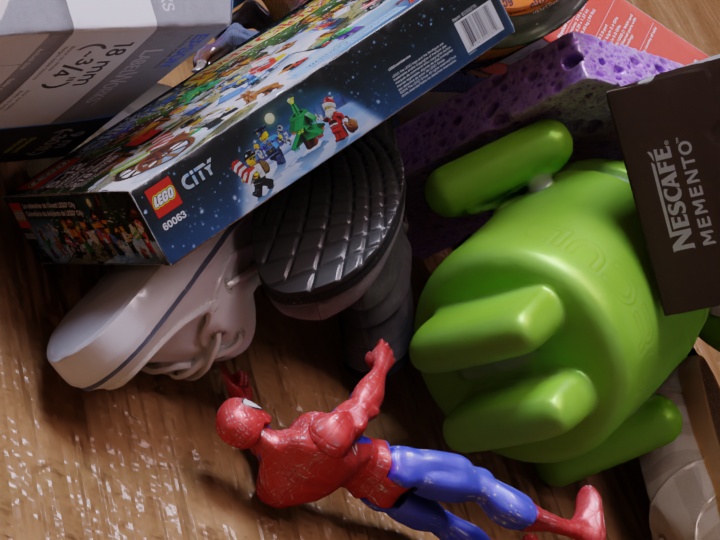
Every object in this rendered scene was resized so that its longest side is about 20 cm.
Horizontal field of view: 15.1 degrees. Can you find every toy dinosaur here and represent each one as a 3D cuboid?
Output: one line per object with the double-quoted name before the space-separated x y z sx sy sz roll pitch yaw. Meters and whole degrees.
"toy dinosaur" 0.004 -0.119 1.451 0.181 0.201 0.105 -6 7 11

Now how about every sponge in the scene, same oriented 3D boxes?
"sponge" 0.068 -0.059 1.389 0.111 0.200 0.030 10 59 -49

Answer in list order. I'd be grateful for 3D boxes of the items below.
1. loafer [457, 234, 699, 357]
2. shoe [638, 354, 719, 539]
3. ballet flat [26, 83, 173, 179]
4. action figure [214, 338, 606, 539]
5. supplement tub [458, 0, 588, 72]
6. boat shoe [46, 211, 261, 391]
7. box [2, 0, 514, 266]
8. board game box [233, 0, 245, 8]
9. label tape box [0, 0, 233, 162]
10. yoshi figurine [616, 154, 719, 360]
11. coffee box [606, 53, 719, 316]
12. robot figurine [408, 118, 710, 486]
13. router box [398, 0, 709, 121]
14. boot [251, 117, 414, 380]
"loafer" 0.116 -0.010 1.510 0.201 0.070 0.068 44 24 12
"shoe" 0.171 0.124 1.382 0.200 0.053 0.070 -95 163 -53
"ballet flat" -0.092 -0.066 1.326 0.067 0.063 0.200 20 14 27
"action figure" 0.012 0.075 1.220 0.200 0.065 0.099 20 38 -36
"supplement tub" 0.055 -0.164 1.327 0.122 0.123 0.200 35 -5 -5
"boat shoe" -0.074 0.013 1.204 0.065 0.074 0.200 53 28 -9
"box" -0.046 -0.069 1.203 0.136 0.200 0.038 1 -57 59
"board game box" -0.120 -0.147 1.249 0.200 0.153 0.040 -4 70 -52
"label tape box" -0.128 -0.102 1.183 0.200 0.144 0.063 -9 74 -41
"yoshi figurine" 0.188 -0.013 1.457 0.200 0.112 0.113 37 46 -21
"coffee box" 0.207 -0.058 1.330 0.200 0.080 0.115 -19 95 -59
"robot figurine" 0.102 0.018 1.323 0.200 0.115 0.176 -41 110 -53
"router box" 0.087 -0.117 1.544 0.179 0.049 0.200 32 -19 -11
"boot" 0.000 0.000 1.273 0.070 0.132 0.200 -4 31 11
